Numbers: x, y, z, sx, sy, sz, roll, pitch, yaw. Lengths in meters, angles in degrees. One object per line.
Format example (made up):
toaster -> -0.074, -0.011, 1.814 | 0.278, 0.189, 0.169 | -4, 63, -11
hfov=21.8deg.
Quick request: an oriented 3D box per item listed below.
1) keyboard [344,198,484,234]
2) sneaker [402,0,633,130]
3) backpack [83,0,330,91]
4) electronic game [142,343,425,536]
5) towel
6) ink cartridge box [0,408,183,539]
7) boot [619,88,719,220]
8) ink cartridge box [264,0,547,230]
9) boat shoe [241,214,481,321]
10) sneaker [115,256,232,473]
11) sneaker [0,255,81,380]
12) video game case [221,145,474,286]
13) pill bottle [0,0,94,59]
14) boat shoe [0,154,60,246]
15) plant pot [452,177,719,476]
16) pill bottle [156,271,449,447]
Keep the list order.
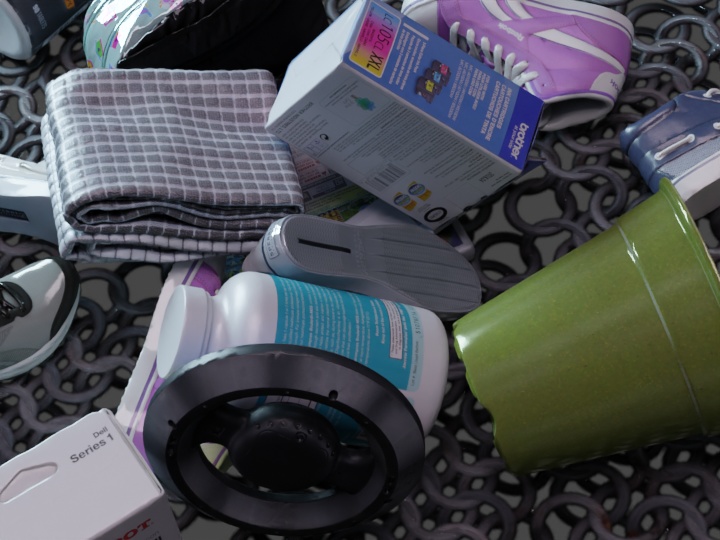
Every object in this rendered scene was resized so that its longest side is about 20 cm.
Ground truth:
keyboard -> 0.047, -0.050, 1.521 | 0.200, 0.011, 0.056 | -35, 65, -18
sneaker -> 0.124, -0.179, 1.582 | 0.200, 0.073, 0.114 | 10, 60, 12
backpack -> -0.133, -0.199, 1.592 | 0.200, 0.167, 0.127 | -31, 38, -12
electronic game -> -0.054, 0.123, 1.320 | 0.199, 0.200, 0.042 | -1, 44, 5
towel -> -0.144, -0.085, 1.469 | 0.200, 0.086, 0.166 | -1, 42, -17
ink cartridge box -> -0.195, 0.205, 1.275 | 0.145, 0.200, 0.084 | -31, 58, -15
boot -> 0.314, -0.123, 1.529 | 0.200, 0.073, 0.090 | -27, 63, -12
ink cartridge box -> 0.046, -0.111, 1.446 | 0.200, 0.136, 0.076 | 31, 60, -16
boat shoe -> 0.000, 0.000, 1.450 | 0.200, 0.067, 0.074 | 18, 59, -33
sneaker -> -0.111, 0.072, 1.448 | 0.114, 0.073, 0.201 | 14, 63, 5
sneaker -> -0.304, 0.051, 1.468 | 0.200, 0.079, 0.074 | -37, 58, -20
video game case -> -0.034, -0.043, 1.541 | 0.200, 0.022, 0.182 | -22, 56, -10
pill bottle -> -0.267, -0.289, 1.684 | 0.106, 0.106, 0.200 | 32, 64, 24
boat shoe -> -0.251, -0.069, 1.557 | 0.202, 0.075, 0.086 | 9, 53, 23
plant pot -> 0.174, 0.061, 1.366 | 0.190, 0.200, 0.200 | -23, 55, 5
pill bottle -> -0.044, 0.064, 1.371 | 0.200, 0.111, 0.111 | 13, 53, -19
